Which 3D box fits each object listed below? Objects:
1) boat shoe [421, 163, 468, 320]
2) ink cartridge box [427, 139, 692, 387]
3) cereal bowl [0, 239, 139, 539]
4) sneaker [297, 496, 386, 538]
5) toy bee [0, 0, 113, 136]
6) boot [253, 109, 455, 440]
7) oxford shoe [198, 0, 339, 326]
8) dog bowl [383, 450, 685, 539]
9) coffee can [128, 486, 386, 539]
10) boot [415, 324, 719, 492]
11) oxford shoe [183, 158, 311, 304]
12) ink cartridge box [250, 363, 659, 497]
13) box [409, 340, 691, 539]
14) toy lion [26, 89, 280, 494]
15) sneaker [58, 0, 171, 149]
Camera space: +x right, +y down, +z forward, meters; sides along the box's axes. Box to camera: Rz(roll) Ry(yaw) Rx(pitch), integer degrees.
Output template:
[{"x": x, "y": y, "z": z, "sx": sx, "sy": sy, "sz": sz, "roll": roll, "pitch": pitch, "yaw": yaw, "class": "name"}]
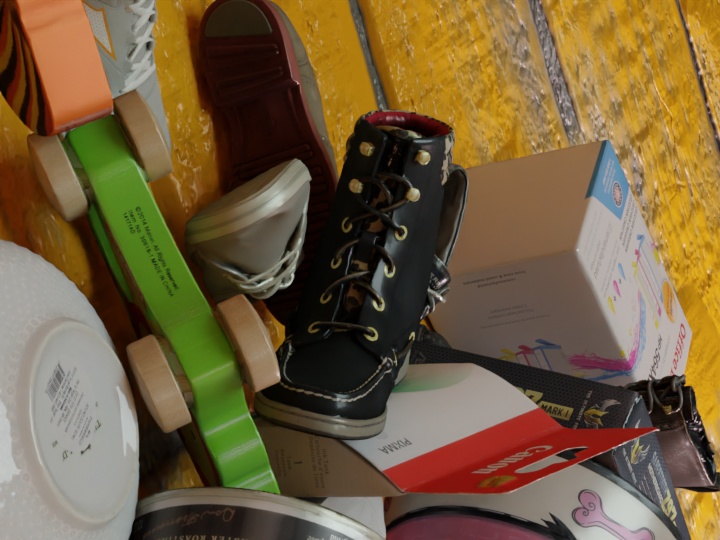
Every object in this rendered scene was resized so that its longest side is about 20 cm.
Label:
[{"x": 0.021, "y": 0.001, "z": 1.649, "sx": 0.072, "sy": 0.070, "sz": 0.201, "roll": 56, "pitch": 37, "yaw": -41, "class": "boat shoe"}, {"x": 0.140, "y": 0.036, "z": 1.820, "sx": 0.201, "sy": 0.124, "sz": 0.129, "roll": 62, "pitch": 30, "yaw": -30, "class": "ink cartridge box"}, {"x": -0.162, "y": 0.078, "z": 1.236, "sx": 0.200, "sy": 0.083, "sz": 0.202, "roll": 34, "pitch": 51, "yaw": -56, "class": "cereal bowl"}, {"x": -0.028, "y": 0.183, "z": 1.477, "sx": 0.200, "sy": 0.073, "sz": 0.116, "roll": -20, "pitch": 98, "yaw": -63, "class": "sneaker"}, {"x": -0.171, "y": -0.170, "z": 1.291, "sx": 0.130, "sy": 0.108, "sz": 0.202, "roll": 2, "pitch": 98, "yaw": -34, "class": "toy bee"}, {"x": -0.001, "y": -0.001, "z": 1.434, "sx": 0.204, "sy": 0.073, "sz": 0.155, "roll": -48, "pitch": 151, "yaw": -74, "class": "boot"}, {"x": -0.039, "y": -0.066, "z": 1.561, "sx": 0.075, "sy": 0.070, "sz": 0.202, "roll": -13, "pitch": 93, "yaw": -71, "class": "oxford shoe"}, {"x": 0.097, "y": 0.187, "z": 1.604, "sx": 0.201, "sy": 0.199, "sz": 0.074, "roll": 57, "pitch": 45, "yaw": -37, "class": "dog bowl"}, {"x": -0.064, "y": 0.226, "z": 1.281, "sx": 0.146, "sy": 0.145, "sz": 0.201, "roll": 46, "pitch": 46, "yaw": -48, "class": "coffee can"}, {"x": 0.135, "y": 0.090, "z": 1.731, "sx": 0.200, "sy": 0.173, "sz": 0.070, "roll": 53, "pitch": 36, "yaw": -43, "class": "boot"}, {"x": -0.056, "y": -0.016, "z": 1.415, "sx": 0.058, "sy": 0.075, "sz": 0.200, "roll": 63, "pitch": -10, "yaw": 3, "class": "oxford shoe"}, {"x": 0.041, "y": 0.087, "z": 1.478, "sx": 0.160, "sy": 0.199, "sz": 0.050, "roll": -17, "pitch": 98, "yaw": -51, "class": "ink cartridge box"}, {"x": 0.115, "y": 0.131, "z": 1.649, "sx": 0.051, "sy": 0.157, "sz": 0.200, "roll": -62, "pitch": 148, "yaw": -26, "class": "box"}, {"x": -0.095, "y": 0.033, "z": 1.358, "sx": 0.201, "sy": 0.068, "sz": 0.192, "roll": 62, "pitch": -10, "yaw": 20, "class": "toy lion"}, {"x": -0.131, "y": -0.139, "z": 1.373, "sx": 0.201, "sy": 0.091, "sz": 0.076, "roll": 68, "pitch": 28, "yaw": -21, "class": "sneaker"}]
